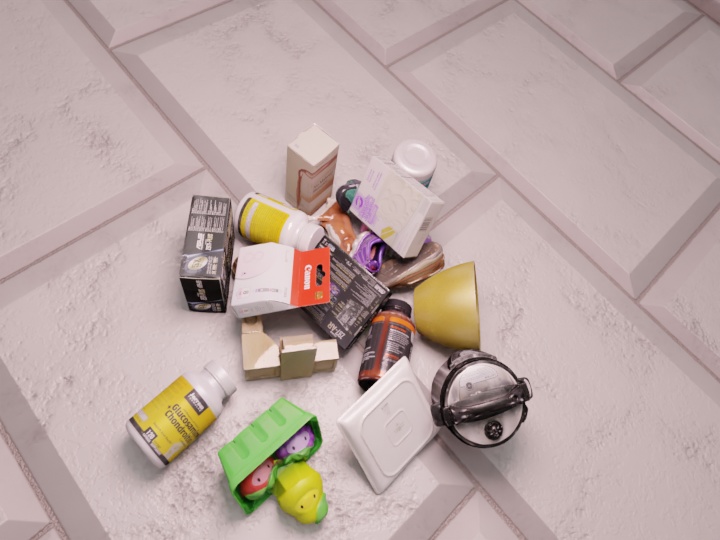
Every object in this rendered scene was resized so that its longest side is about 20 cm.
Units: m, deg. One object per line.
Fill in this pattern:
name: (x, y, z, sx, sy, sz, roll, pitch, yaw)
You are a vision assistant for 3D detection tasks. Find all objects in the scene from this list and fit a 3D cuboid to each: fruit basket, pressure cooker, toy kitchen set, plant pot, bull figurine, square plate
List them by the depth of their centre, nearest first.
fruit basket: (-0.141, 0.380, 0.991, 0.210, 0.157, 0.219, -2, 49, 3)
square plate: (0.068, 0.313, 1.054, 0.199, 0.028, 0.201, -38, 114, -25)
pressure cooker: (0.239, 0.259, 1.058, 0.176, 0.200, 0.178, 31, 86, 2)
toy kitchen set: (-0.152, 0.115, 1.108, 0.195, 0.164, 0.184, -4, 63, -12)
plant pot: (0.195, 0.085, 1.189, 0.138, 0.201, 0.204, -4, 60, 14)
bull figurine: (-0.065, -0.101, 1.297, 0.119, 0.066, 0.203, -18, 65, -15)

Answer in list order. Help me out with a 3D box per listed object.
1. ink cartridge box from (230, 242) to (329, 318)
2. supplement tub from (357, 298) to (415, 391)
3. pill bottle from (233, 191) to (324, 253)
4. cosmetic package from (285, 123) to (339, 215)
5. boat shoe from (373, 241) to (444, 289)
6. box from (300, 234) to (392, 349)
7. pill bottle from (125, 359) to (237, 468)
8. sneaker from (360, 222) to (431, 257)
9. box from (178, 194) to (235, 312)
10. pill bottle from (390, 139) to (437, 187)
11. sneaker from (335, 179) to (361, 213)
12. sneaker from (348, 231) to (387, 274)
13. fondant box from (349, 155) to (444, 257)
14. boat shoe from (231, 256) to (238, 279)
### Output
ink cartridge box: (-0.165, 0.008, 1.101, 0.195, 0.058, 0.165, -13, 46, 10)
supplement tub: (0.063, 0.165, 1.152, 0.105, 0.108, 0.204, 16, 60, -1)
pill bottle: (-0.187, -0.099, 1.227, 0.197, 0.112, 0.112, 24, 60, 17)
cosmetic package: (-0.120, -0.238, 1.280, 0.087, 0.201, 0.103, 38, 62, 13)
boat shoe: (0.112, 0.010, 1.240, 0.197, 0.072, 0.076, -25, 36, 10)
box: (-0.052, 0.047, 1.162, 0.199, 0.043, 0.161, 39, 92, 16)
pill bottle: (-0.342, 0.271, 1.022, 0.112, 0.113, 0.199, 42, 64, 13)
sneaker: (0.096, -0.082, 1.312, 0.196, 0.081, 0.090, 22, 55, -4)
box: (-0.332, -0.034, 1.156, 0.084, 0.165, 0.204, 4, 62, -8)
pill bottle: (0.116, -0.221, 1.313, 0.108, 0.201, 0.113, 4, 60, -7)
sneaker: (-0.023, -0.192, 1.313, 0.087, 0.075, 0.199, 36, 18, 22)
sneaker: (0.000, 0.000, 1.213, 0.080, 0.083, 0.204, 33, 77, -40)
fondant box: (0.078, -0.146, 1.196, 0.058, 0.146, 0.200, -6, 41, -47)
boat shoe: (-0.200, 0.000, 1.213, 0.195, 0.072, 0.077, 0, 62, -10)
